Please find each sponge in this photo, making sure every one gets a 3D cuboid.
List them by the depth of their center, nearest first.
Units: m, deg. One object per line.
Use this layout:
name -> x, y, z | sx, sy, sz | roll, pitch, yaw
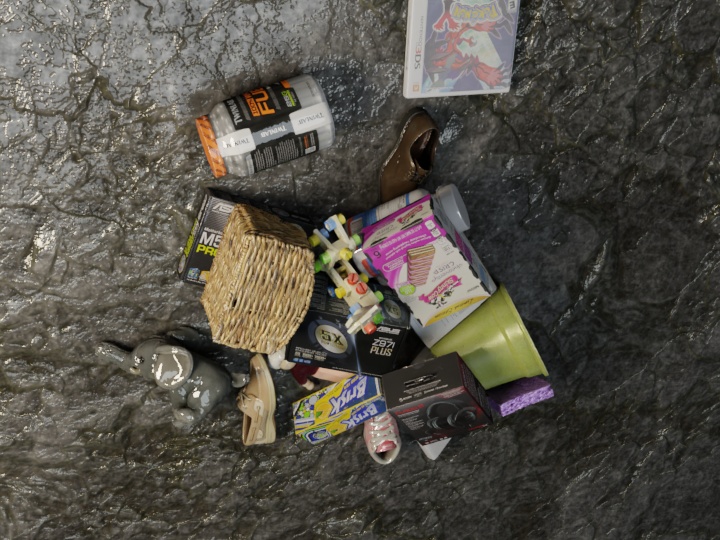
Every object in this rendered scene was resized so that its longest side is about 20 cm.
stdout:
sponge -> 0.288, 0.230, 1.767 | 0.111, 0.200, 0.030 | -21, 104, -11

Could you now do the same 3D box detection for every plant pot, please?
plant pot -> 0.238, 0.152, 1.726 | 0.183, 0.201, 0.201 | -28, 124, 7

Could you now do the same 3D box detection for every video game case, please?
video game case -> 0.171, -0.387, 1.503 | 0.198, 0.023, 0.184 | -7, 119, -18

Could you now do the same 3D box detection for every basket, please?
basket -> -0.160, 0.014, 1.449 | 0.142, 0.149, 0.202 | 13, 109, -23

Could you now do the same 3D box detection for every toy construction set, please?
toy construction set -> -0.014, 0.019, 1.441 | 0.091, 0.201, 0.131 | -16, 155, -18

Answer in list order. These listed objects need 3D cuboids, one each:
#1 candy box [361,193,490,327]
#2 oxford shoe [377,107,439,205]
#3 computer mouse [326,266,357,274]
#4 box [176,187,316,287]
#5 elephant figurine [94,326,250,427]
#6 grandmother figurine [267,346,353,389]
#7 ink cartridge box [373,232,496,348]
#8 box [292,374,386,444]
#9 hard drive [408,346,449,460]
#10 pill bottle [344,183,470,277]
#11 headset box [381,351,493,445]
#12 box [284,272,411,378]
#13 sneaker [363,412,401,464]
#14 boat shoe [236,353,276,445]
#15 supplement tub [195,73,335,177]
candy box -> 0.109, -0.012, 1.461 | 0.136, 0.061, 0.200 | -27, 125, 20
oxford shoe -> 0.082, -0.173, 1.541 | 0.072, 0.085, 0.201 | 1, 121, -27
computer mouse -> 0.000, 0.000, 1.636 | 0.199, 0.034, 0.059 | -25, 127, -16
box -> -0.195, -0.038, 1.525 | 0.198, 0.044, 0.161 | 15, 110, -27
elephant figurine -> -0.325, 0.162, 1.537 | 0.155, 0.141, 0.201 | -44, 111, -29
grandmother figurine -> -0.083, 0.173, 1.674 | 0.199, 0.061, 0.122 | 13, 102, -30
ink cartridge box -> 0.133, 0.014, 1.646 | 0.175, 0.084, 0.200 | -39, 131, -2
box -> -0.030, 0.254, 1.682 | 0.199, 0.071, 0.064 | -28, 139, 22
hard drive -> 0.140, 0.270, 1.802 | 0.132, 0.027, 0.201 | -48, 126, -24
pill bottle -> 0.082, -0.072, 1.523 | 0.198, 0.113, 0.113 | -21, 125, 17
headset box -> 0.138, 0.231, 1.613 | 0.148, 0.078, 0.200 | -20, 144, 15
box -> -0.024, 0.099, 1.572 | 0.198, 0.087, 0.164 | 11, 139, -6
sneaker -> 0.042, 0.292, 1.756 | 0.075, 0.105, 0.202 | -9, 119, -11
boat shoe -> -0.195, 0.246, 1.657 | 0.064, 0.071, 0.202 | -10, 120, -18
supplement tub -> -0.150, -0.223, 1.401 | 0.198, 0.123, 0.123 | -21, 122, -11
